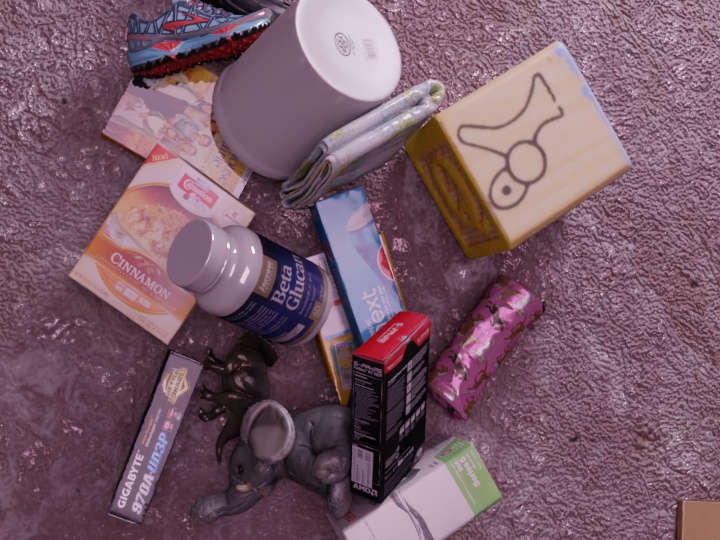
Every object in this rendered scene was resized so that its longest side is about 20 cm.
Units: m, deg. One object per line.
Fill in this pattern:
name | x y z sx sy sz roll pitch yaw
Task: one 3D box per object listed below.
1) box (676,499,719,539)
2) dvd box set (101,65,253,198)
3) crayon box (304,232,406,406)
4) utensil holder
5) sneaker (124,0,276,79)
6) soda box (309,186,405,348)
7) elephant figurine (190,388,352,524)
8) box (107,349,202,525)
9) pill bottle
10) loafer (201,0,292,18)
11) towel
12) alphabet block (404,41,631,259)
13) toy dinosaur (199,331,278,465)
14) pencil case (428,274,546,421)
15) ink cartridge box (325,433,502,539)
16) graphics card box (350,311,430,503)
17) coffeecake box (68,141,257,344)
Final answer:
box | 0.526 0.431 1.494 0.160 0.021 0.204 4 85 -10
dvd box set | -0.222 -0.191 1.391 0.198 0.029 0.148 30 81 -7
crayon box | -0.002 0.066 1.405 0.124 0.052 0.203 -17 89 -11
utensil holder | -0.068 -0.233 1.307 0.168 0.199 0.173 16 61 -30
sneaker | -0.207 -0.316 1.339 0.196 0.079 0.097 -15 86 -3
soda box | 0.000 0.000 1.352 0.067 0.064 0.203 -19 90 -11
elephant figurine | -0.104 0.232 1.327 0.196 0.156 0.144 6 115 10
box | -0.252 0.199 1.295 0.045 0.159 0.203 21 83 -9
pill bottle | -0.135 0.013 1.276 0.199 0.110 0.113 28 80 -44
loafer | -0.161 -0.367 1.398 0.199 0.068 0.071 31 73 -12
towel | 0.002 -0.152 1.312 0.199 0.171 0.049 -34 89 -28
alphabet block | 0.200 -0.152 1.384 0.198 0.196 0.197 -31 90 -11
toy dinosaur | -0.156 0.153 1.359 0.100 0.077 0.204 7 82 -3
pencil case | 0.165 0.104 1.418 0.086 0.083 0.201 39 80 0
ink cartridge box | 0.064 0.303 1.353 0.198 0.145 0.085 -31 93 -11
graphics card box | 0.037 0.166 1.289 0.050 0.125 0.203 13 118 26
coffeecake box | -0.248 -0.035 1.339 0.152 0.073 0.201 35 91 -6
